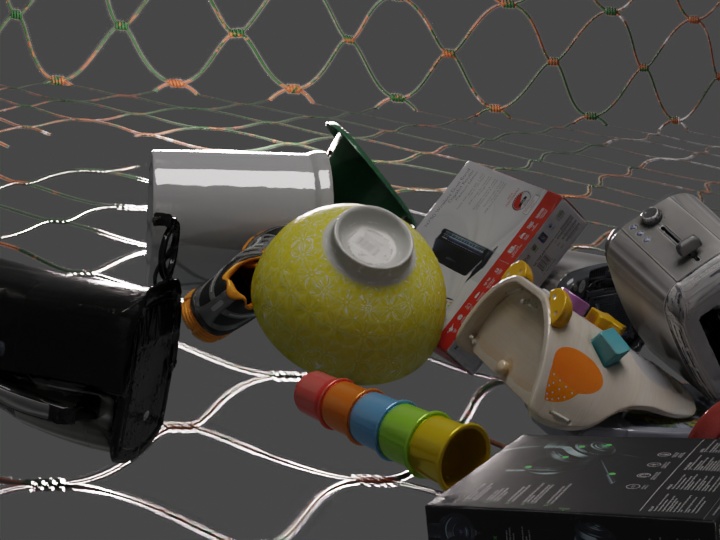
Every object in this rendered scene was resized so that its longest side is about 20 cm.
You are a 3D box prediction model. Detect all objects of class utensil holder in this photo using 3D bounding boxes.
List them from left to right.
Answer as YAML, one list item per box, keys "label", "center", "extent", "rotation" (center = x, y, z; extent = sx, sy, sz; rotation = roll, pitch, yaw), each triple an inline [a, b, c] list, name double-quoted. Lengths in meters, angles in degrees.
- label: "utensil holder"
  center: [-0.141, -0.054, 1.653]
  extent: [0.199, 0.171, 0.170]
  rotation: [1, 14, -10]

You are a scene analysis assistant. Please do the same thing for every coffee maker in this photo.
- label: "coffee maker"
  center: [-0.252, 0.040, 1.158]
  extent: [0.199, 0.193, 0.135]
  rotation: [12, -13, 11]

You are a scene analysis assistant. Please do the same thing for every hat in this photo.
- label: "hat"
  center: [-0.047, -0.059, 1.759]
  extent: [0.166, 0.176, 0.200]
  rotation: [50, -1, 23]

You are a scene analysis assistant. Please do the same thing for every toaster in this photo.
- label: "toaster"
  center: [0.226, 0.035, 1.571]
  extent: [0.200, 0.114, 0.129]
  rotation: [-9, 18, -43]
- label: "toaster"
  center: [0.318, 0.035, 1.343]
  extent: [0.113, 0.200, 0.129]
  rotation: [-32, 32, -3]

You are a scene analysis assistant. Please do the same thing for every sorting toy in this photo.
- label: "sorting toy"
  center: [0.211, 0.081, 1.323]
  extent: [0.180, 0.107, 0.200]
  rotation: [22, 9, -20]

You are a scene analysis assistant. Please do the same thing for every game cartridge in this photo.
- label: "game cartridge"
  center: [0.267, 0.140, 1.330]
  extent: [0.199, 0.041, 0.133]
  rotation: [2, 18, -19]

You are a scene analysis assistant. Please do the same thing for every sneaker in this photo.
- label: "sneaker"
  center: [-0.099, 0.005, 1.503]
  extent: [0.077, 0.078, 0.200]
  rotation: [-37, 5, 45]

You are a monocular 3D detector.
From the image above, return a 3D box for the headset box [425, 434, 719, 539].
- label: "headset box"
  center: [0.156, 0.173, 0.941]
  extent: [0.199, 0.093, 0.174]
  rotation: [-2, 9, 27]

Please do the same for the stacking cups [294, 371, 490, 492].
- label: "stacking cups"
  center: [0.016, 0.132, 1.212]
  extent: [0.060, 0.061, 0.200]
  rotation: [-6, 14, -42]

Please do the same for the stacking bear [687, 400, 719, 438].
- label: "stacking bear"
  center: [0.334, 0.178, 1.067]
  extent: [0.113, 0.122, 0.200]
  rotation: [3, 21, -22]

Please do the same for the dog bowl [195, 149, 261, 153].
- label: "dog bowl"
  center: [-0.161, -0.115, 2.068]
  extent: [0.199, 0.079, 0.200]
  rotation: [6, 13, -1]

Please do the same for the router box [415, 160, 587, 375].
- label: "router box"
  center: [0.116, -0.007, 1.533]
  extent: [0.049, 0.200, 0.179]
  rotation: [41, -7, -33]

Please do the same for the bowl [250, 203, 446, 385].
- label: "bowl"
  center: [0.000, 0.000, 1.412]
  extent: [0.199, 0.108, 0.201]
  rotation: [9, 49, -11]
